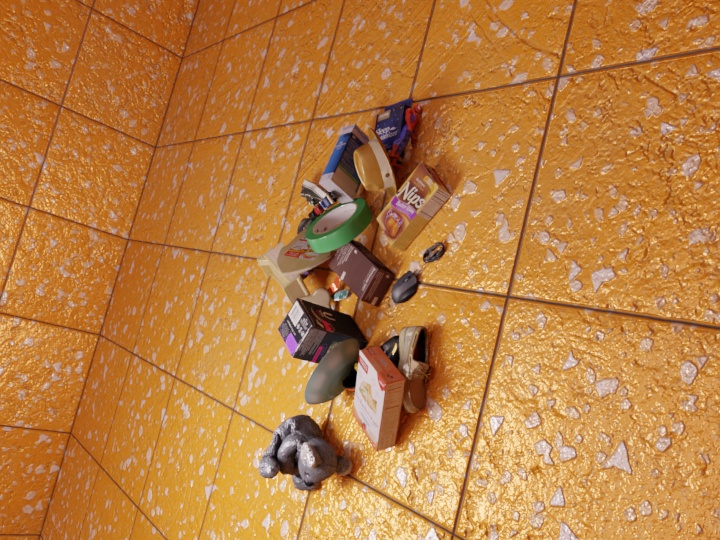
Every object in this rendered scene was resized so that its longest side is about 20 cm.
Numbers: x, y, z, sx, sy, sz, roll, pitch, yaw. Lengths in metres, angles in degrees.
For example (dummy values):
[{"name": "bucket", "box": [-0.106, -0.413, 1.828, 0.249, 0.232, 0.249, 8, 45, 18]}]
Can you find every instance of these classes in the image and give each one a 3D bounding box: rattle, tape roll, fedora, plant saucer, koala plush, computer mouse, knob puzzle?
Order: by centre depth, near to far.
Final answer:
[{"name": "computer mouse", "box": [0.139, 0.005, 1.568, 0.201, 0.034, 0.059, -53, 41, 21]}, {"name": "plant saucer", "box": [-0.059, 0.268, 1.584, 0.038, 0.200, 0.204, 36, 104, 27]}, {"name": "koala plush", "box": [-0.128, 0.470, 1.592, 0.198, 0.176, 0.188, -2, 63, 53]}, {"name": "fedora", "box": [0.032, -0.279, 1.687, 0.080, 0.203, 0.203, -22, 48, -4]}, {"name": "tape roll", "box": [-0.062, -0.128, 1.766, 0.197, 0.049, 0.202, -26, 25, 13]}, {"name": "knob puzzle", "box": [-0.156, -0.043, 1.807, 0.214, 0.031, 0.222, -15, 33, 10]}, {"name": "rattle", "box": [-0.113, 0.104, 1.824, 0.129, 0.143, 0.202, 33, 90, 15]}]

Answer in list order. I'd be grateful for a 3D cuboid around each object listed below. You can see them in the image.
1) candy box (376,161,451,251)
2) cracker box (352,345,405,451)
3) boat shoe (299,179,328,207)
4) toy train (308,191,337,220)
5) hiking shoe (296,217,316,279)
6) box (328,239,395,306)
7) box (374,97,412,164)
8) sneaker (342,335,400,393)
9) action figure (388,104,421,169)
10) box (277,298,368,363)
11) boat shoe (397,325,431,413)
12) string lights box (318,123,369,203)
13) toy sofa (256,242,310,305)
[{"name": "candy box", "box": [0.135, -0.166, 1.627, 0.201, 0.056, 0.118, -50, 42, 22]}, {"name": "cracker box", "box": [0.040, 0.301, 1.477, 0.134, 0.056, 0.204, 46, 137, 51]}, {"name": "boat shoe", "box": [-0.135, -0.231, 1.971, 0.065, 0.070, 0.200, -64, 31, 6]}, {"name": "toy train", "box": [-0.116, -0.186, 1.840, 0.046, 0.034, 0.200, -39, 4, -23]}, {"name": "hiking shoe", "box": [-0.161, -0.073, 1.924, 0.100, 0.075, 0.205, -11, 66, 50]}, {"name": "box", "box": [0.000, 0.000, 1.706, 0.200, 0.074, 0.102, 43, 108, 47]}, {"name": "box", "box": [0.086, -0.396, 1.800, 0.120, 0.032, 0.205, -7, 69, 49]}, {"name": "sneaker", "box": [0.033, 0.237, 1.551, 0.201, 0.089, 0.071, -52, 43, 24]}, {"name": "action figure", "box": [0.128, -0.373, 1.707, 0.051, 0.066, 0.204, 9, 65, 23]}, {"name": "box", "box": [-0.098, 0.170, 1.649, 0.107, 0.197, 0.123, -55, 41, 16]}, {"name": "boat shoe", "box": [0.129, 0.225, 1.456, 0.066, 0.073, 0.205, -18, 66, 41]}, {"name": "string lights box", "box": [-0.034, -0.310, 1.813, 0.058, 0.102, 0.204, -5, 55, 48]}, {"name": "toy sofa", "box": [-0.219, 0.009, 1.868, 0.097, 0.084, 0.199, -36, 43, -14]}]
